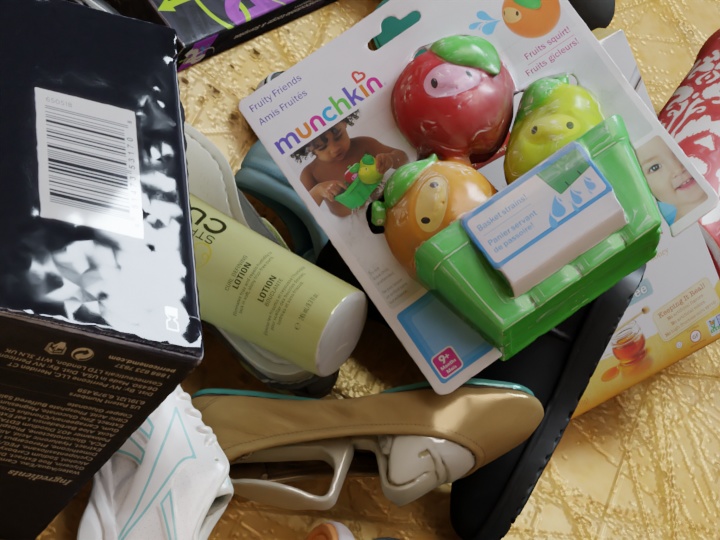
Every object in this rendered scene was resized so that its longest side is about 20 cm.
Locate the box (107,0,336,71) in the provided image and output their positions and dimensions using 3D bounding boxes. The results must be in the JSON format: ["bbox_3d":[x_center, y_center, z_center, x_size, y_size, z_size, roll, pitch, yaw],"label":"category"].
[{"bbox_3d":[-0.092,-0.214,1.640,0.143,0.036,0.200,52,43,8],"label":"box"}]

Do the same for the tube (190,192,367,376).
[{"bbox_3d":[-0.091,-0.006,1.418,0.199,0.052,0.058,28,40,23],"label":"tube"}]

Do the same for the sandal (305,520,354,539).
[{"bbox_3d":[-0.037,0.214,1.342,0.059,0.079,0.208,18,41,-21],"label":"sandal"}]

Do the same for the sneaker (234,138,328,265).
[{"bbox_3d":[0.000,0.000,1.539,0.082,0.074,0.200,-40,92,-11],"label":"sneaker"}]

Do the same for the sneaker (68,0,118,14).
[{"bbox_3d":[-0.184,-0.160,1.489,0.199,0.076,0.088,32,36,2],"label":"sneaker"}]

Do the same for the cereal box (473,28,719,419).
[{"bbox_3d":[0.126,-0.025,1.551,0.143,0.039,0.201,-28,105,-14],"label":"cereal box"}]

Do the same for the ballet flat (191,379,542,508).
[{"bbox_3d":[-0.001,0.099,1.404,0.198,0.069,0.063,-2,58,4],"label":"ballet flat"}]

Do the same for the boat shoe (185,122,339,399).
[{"bbox_3d":[-0.080,-0.007,1.477,0.072,0.060,0.202,-36,64,-6],"label":"boat shoe"}]

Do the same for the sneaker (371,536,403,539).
[{"bbox_3d":[0.067,0.206,1.430,0.199,0.077,0.087,22,85,-39],"label":"sneaker"}]

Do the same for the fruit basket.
[{"bbox_3d":[0.062,-0.064,1.392,0.185,0.094,0.201,-33,80,-6],"label":"fruit basket"}]

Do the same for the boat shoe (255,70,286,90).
[{"bbox_3d":[0.035,-0.092,1.590,0.199,0.071,0.072,17,31,-6],"label":"boat shoe"}]

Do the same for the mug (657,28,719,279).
[{"bbox_3d":[0.250,-0.058,1.676,0.200,0.177,0.134,-46,127,-41],"label":"mug"}]

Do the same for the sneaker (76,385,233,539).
[{"bbox_3d":[-0.105,0.094,1.357,0.080,0.071,0.202,-6,66,6],"label":"sneaker"}]

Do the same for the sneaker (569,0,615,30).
[{"bbox_3d":[0.084,-0.190,1.697,0.199,0.074,0.089,23,23,-22],"label":"sneaker"}]

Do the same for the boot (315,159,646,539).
[{"bbox_3d":[0.047,0.041,1.477,0.167,0.201,0.076,27,14,5],"label":"boot"}]

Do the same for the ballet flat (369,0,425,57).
[{"bbox_3d":[0.089,-0.111,1.655,0.199,0.069,0.063,34,4,28],"label":"ballet flat"}]

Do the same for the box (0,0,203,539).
[{"bbox_3d":[-0.178,0.000,1.307,0.117,0.200,0.198,13,52,-28],"label":"box"}]
